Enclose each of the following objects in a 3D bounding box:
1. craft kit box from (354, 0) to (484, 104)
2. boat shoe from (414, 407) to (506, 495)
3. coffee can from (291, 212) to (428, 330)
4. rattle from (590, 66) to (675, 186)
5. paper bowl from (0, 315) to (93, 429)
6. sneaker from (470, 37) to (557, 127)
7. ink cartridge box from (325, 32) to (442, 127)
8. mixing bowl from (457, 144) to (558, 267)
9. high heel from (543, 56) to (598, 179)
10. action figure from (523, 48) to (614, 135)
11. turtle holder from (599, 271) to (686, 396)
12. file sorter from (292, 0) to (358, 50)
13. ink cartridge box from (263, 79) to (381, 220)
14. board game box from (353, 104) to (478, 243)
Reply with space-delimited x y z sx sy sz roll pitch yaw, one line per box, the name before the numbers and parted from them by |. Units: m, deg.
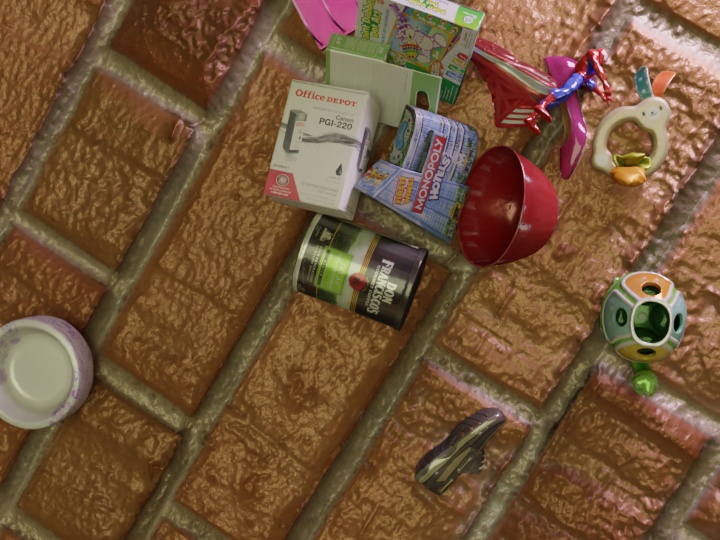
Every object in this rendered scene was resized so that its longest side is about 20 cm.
craft kit box | 0.087 -0.376 1.455 0.196 0.200 0.049 23 66 6
boat shoe | 0.184 0.318 1.558 0.200 0.075 0.073 -42 97 18
coffee can | 0.000 0.000 1.521 0.198 0.146 0.148 20 97 7
rattle | 0.454 -0.241 1.442 0.130 0.142 0.201 35 105 23
paper bowl | -0.591 0.184 1.646 0.198 0.104 0.203 1 93 9
sneaker | 0.225 -0.310 1.501 0.199 0.078 0.116 38 121 26
ink cartridge box | 0.039 -0.312 1.497 0.198 0.146 0.048 14 57 7
mixing bowl | 0.256 -0.098 1.470 0.107 0.200 0.203 9 96 -25
high heel | 0.334 -0.257 1.490 0.095 0.067 0.202 13 81 -2
action figure | 0.357 -0.279 1.421 0.099 0.065 0.200 42 66 0
turtle holder | 0.460 0.095 1.463 0.140 0.132 0.187 29 97 5
file sorter | -0.024 -0.493 1.501 0.198 0.125 0.140 -28 90 9
ink cartridge box | -0.062 -0.202 1.473 0.144 0.085 0.202 13 85 18
board game box | 0.095 -0.160 1.467 0.062 0.198 0.202 32 108 48
